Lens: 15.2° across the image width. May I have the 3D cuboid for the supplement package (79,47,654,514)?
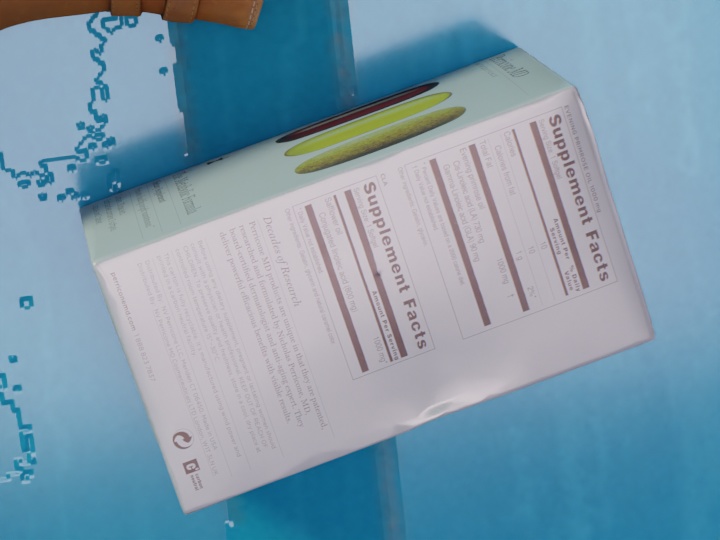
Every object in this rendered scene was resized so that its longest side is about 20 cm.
[{"bbox_3d":[0.000,0.000,1.087,0.199,0.114,0.110,-20,105,-4],"label":"supplement package"}]

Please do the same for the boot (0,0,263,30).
[{"bbox_3d":[-0.115,-0.119,1.069,0.154,0.074,0.201,17,102,-15],"label":"boot"}]
